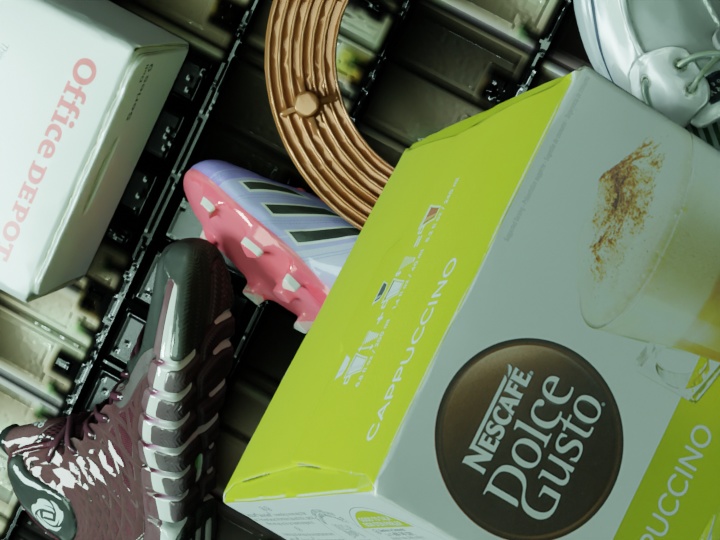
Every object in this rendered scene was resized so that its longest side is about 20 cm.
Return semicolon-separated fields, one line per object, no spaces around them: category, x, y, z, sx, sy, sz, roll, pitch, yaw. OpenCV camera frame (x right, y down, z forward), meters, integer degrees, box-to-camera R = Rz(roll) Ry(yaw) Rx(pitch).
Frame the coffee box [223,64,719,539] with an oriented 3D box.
coffee box;0.090;0.058;1.017;0.198;0.200;0.200;31;74;-14

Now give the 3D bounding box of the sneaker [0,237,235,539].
sneaker;-0.132;0.073;1.194;0.115;0.076;0.200;12;109;17

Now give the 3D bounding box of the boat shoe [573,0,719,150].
boat shoe;0.164;-0.083;1.096;0.074;0.067;0.200;-28;101;-19

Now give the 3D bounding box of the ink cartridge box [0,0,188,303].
ink cartridge box;-0.210;-0.095;1.188;0.200;0.088;0.145;28;104;10

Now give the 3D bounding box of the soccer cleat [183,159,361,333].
soccer cleat;0.000;0.000;1.170;0.200;0.067;0.076;37;67;15

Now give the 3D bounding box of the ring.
ring;0.052;-0.105;1.135;0.200;0.019;0.201;0;90;4
